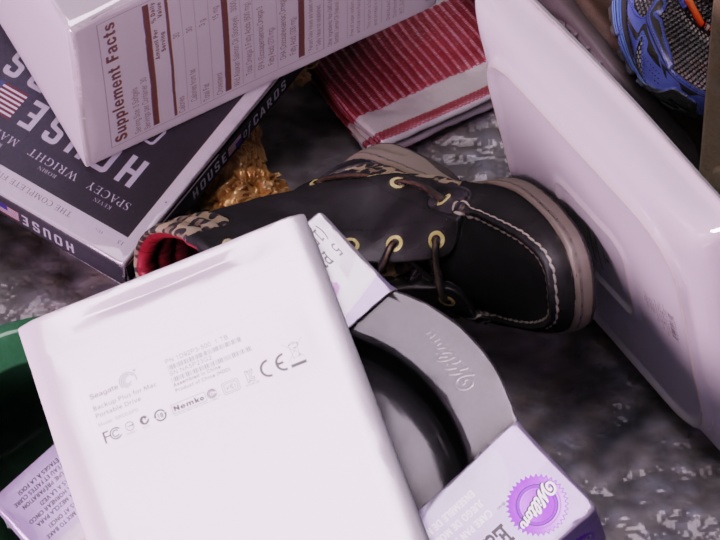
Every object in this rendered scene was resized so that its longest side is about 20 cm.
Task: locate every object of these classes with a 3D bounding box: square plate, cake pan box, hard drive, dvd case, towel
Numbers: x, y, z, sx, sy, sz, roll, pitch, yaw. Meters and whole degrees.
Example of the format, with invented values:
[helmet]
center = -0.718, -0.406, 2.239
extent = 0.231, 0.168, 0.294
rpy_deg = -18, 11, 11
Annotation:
[square plate]
center = 0.115, -0.017, 1.277
extent = 0.028, 0.201, 0.198
rpy_deg = -31, 53, -10
[cake pan box]
center = -0.023, 0.102, 1.204
extent = 0.200, 0.052, 0.184
rpy_deg = -40, 71, -7
[hard drive]
center = -0.049, 0.090, 1.171
extent = 0.131, 0.026, 0.201
rpy_deg = -21, 69, 1
[dvd case]
center = -0.117, -0.102, 1.416
extent = 0.150, 0.025, 0.200
rpy_deg = 29, 63, 18
[towel]
center = 0.022, -0.150, 1.520
extent = 0.143, 0.023, 0.200
rpy_deg = -24, 53, -15

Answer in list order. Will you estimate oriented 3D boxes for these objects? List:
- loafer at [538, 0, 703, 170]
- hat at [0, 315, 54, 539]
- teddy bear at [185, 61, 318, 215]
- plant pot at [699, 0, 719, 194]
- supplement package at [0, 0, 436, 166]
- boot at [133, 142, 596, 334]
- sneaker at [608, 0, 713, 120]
[loafer]
center = 0.121, -0.129, 1.436
extent = 0.071, 0.073, 0.200
rpy_deg = -29, 67, -17
[hat]
center = -0.142, 0.100, 1.335
extent = 0.165, 0.176, 0.201
rpy_deg = -20, 89, -8
[teddy bear]
center = -0.097, -0.088, 1.450
extent = 0.144, 0.067, 0.201
rpy_deg = -3, 51, 11
[plant pot]
center = 0.263, -0.100, 1.310
extent = 0.199, 0.201, 0.177
rpy_deg = 32, 54, 30
[supplement package]
center = -0.073, -0.161, 1.369
extent = 0.199, 0.118, 0.117
rpy_deg = -25, 63, -14
[boot]
center = 0.000, 0.000, 1.313
extent = 0.150, 0.074, 0.200
rpy_deg = -18, 27, -29
[sneaker]
center = 0.179, -0.162, 1.385
extent = 0.075, 0.078, 0.201
rpy_deg = 27, 61, -14
